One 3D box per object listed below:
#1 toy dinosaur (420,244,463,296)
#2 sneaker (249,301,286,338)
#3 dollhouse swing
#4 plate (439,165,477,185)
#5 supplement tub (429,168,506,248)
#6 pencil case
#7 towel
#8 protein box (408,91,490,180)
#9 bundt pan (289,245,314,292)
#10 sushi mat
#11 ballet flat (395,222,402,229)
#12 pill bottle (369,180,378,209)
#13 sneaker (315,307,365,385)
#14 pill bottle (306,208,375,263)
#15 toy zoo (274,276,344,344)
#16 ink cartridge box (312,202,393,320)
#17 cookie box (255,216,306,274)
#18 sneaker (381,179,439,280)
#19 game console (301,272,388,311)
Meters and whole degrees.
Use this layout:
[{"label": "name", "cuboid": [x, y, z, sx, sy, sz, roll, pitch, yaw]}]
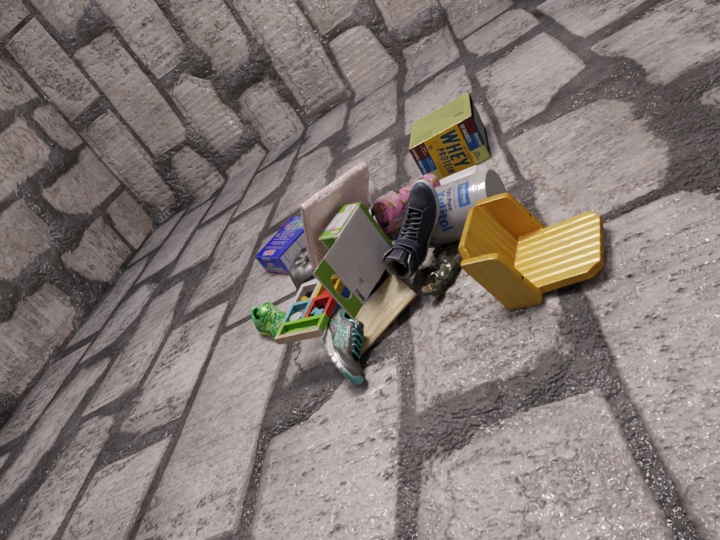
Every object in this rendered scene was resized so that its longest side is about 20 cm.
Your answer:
[{"label": "toy dinosaur", "cuboid": [0.182, -0.013, 1.157, 0.087, 0.048, 0.200, 14, 54, 46]}, {"label": "sneaker", "cuboid": [-0.234, 0.131, 1.400, 0.197, 0.084, 0.075, -3, 40, 48]}, {"label": "dollhouse swing", "cuboid": [0.308, -0.065, 0.956, 0.175, 0.181, 0.202, -40, 17, 44]}, {"label": "plate", "cuboid": [0.214, -0.179, 1.394, 0.197, 0.033, 0.202, -20, 32, 32]}, {"label": "supplement tub", "cuboid": [0.222, -0.137, 1.204, 0.197, 0.133, 0.133, -17, 32, 38]}, {"label": "pencil case", "cuboid": [0.119, -0.168, 1.314, 0.198, 0.084, 0.086, -32, 19, -30]}, {"label": "towel", "cuboid": [-0.048, -0.121, 1.214, 0.032, 0.194, 0.199, 29, 54, 31]}, {"label": "protein box", "cuboid": [0.258, -0.381, 1.546, 0.195, 0.136, 0.202, -24, 28, 23]}, {"label": "bundt pan", "cuboid": [-0.124, -0.027, 1.526, 0.199, 0.076, 0.204, -28, 28, 16]}, {"label": "sushi mat", "cuboid": [0.030, 0.098, 1.147, 0.200, 0.012, 0.096, -48, 41, -1]}, {"label": "ballet flat", "cuboid": [0.067, -0.139, 1.439, 0.071, 0.071, 0.199, -46, 16, -18]}, {"label": "pill bottle", "cuboid": [-0.029, -0.185, 1.619, 0.110, 0.112, 0.201, -1, 43, 50]}, {"label": "sneaker", "cuboid": [-0.026, 0.144, 1.094, 0.091, 0.078, 0.201, -37, 42, 4]}, {"label": "pill bottle", "cuboid": [-0.041, -0.074, 1.412, 0.198, 0.115, 0.112, -32, 23, -22]}, {"label": "toy zoo", "cuboid": [-0.104, 0.073, 1.184, 0.129, 0.021, 0.202, -15, 36, 34]}, {"label": "ink cartridge box", "cuboid": [-0.028, -0.020, 1.133, 0.075, 0.148, 0.202, -3, 46, 49]}, {"label": "cookie box", "cuboid": [-0.231, -0.087, 1.755, 0.201, 0.076, 0.169, -49, 29, -23]}, {"label": "sneaker", "cuboid": [0.107, -0.079, 1.130, 0.075, 0.207, 0.146, 16, 28, 23]}, {"label": "game console", "cuboid": [-0.029, 0.057, 1.225, 0.198, 0.117, 0.177, -33, 26, 9]}]
